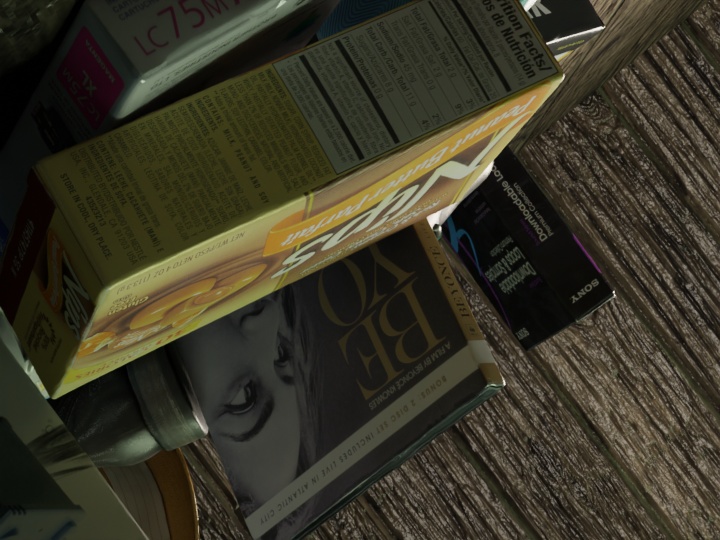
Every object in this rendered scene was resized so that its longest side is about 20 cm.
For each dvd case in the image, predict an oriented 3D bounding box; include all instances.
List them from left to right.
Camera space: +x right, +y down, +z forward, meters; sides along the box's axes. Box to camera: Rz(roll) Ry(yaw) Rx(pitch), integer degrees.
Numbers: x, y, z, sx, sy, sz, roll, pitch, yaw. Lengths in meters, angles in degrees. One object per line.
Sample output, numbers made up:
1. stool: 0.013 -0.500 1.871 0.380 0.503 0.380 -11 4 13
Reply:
1. dvd case: -0.031 0.002 0.867 0.016 0.201 0.149 2 146 -49

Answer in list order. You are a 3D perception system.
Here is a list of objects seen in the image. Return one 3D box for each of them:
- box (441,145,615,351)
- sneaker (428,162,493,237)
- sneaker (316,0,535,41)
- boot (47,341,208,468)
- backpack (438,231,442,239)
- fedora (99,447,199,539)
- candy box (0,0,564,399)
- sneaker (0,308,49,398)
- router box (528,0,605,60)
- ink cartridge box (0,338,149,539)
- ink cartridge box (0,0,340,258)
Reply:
1. box: 0.071 -0.046 1.224 0.036 0.201 0.143 -37 176 -11
2. sneaker: 0.000 0.000 0.983 0.199 0.082 0.077 -34 177 -27
3. sneaker: 0.073 -0.154 0.851 0.200 0.080 0.131 -39 175 14
4. boot: -0.164 0.077 0.963 0.173 0.070 0.200 -26 -170 -2
5. backpack: -0.043 0.012 1.191 0.200 0.153 0.176 -43 -178 -9
6. fedora: -0.171 0.145 1.051 0.081 0.202 0.200 8 141 -46
7. candy box: -0.032 -0.032 0.736 0.199 0.056 0.115 -27 169 -26
8. sneaker: -0.149 0.027 0.861 0.200 0.077 0.081 -38 -174 -3
9. router box: 0.010 -0.089 0.983 0.149 0.051 0.199 -34 173 40
10. ink cartridge box: -0.169 0.112 0.752 0.146 0.200 0.086 -37 177 -23
11. ink cartridge box: -0.080 -0.063 0.755 0.119 0.042 0.200 -34 172 -34
